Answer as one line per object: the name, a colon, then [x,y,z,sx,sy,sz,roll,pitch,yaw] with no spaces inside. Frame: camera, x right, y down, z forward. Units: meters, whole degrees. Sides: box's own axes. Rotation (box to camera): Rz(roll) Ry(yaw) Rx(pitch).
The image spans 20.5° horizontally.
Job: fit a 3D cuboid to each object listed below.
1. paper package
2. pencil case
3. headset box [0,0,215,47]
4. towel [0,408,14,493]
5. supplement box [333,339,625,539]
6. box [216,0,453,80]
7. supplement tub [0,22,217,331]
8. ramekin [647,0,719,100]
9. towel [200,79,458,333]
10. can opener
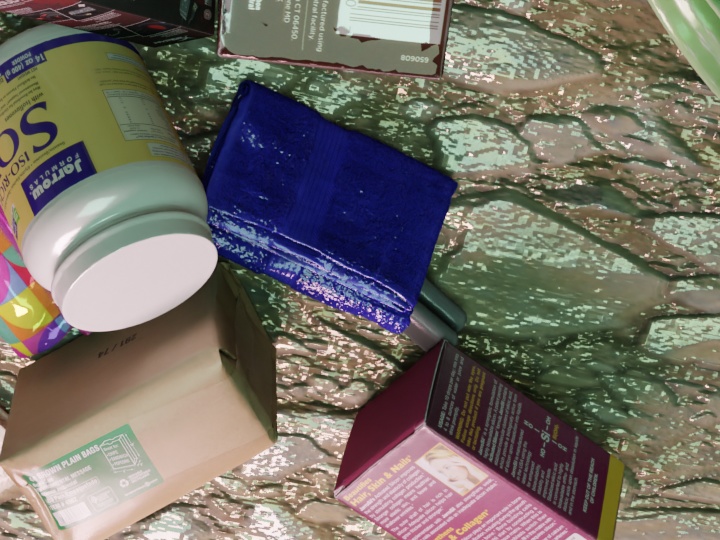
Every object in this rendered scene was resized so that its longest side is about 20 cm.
paper package: [-0.171,0.106,1.581,0.199,0.191,0.104,-28,110,7]
pencil case: [-0.292,-0.024,1.582,0.088,0.088,0.200,-36,109,9]
headset box: [-0.198,-0.253,1.429,0.200,0.075,0.149,10,80,-45]
towel: [-0.378,0.131,1.658,0.132,0.035,0.200,-42,107,13]
supplement box: [0.100,0.174,1.653,0.200,0.103,0.131,35,131,-16]
box: [-0.018,-0.248,1.458,0.163,0.200,0.167,5,109,-6]
supplement tub: [-0.200,-0.071,1.492,0.145,0.200,0.146,-22,154,-11]
ramekin: [0.296,-0.204,1.506,0.098,0.200,0.200,-36,109,0]
towel: [-0.028,-0.052,1.573,0.199,0.050,0.148,25,67,-14]
can opener: [0.000,0.000,1.638,0.200,0.053,0.066,36,138,-14]
